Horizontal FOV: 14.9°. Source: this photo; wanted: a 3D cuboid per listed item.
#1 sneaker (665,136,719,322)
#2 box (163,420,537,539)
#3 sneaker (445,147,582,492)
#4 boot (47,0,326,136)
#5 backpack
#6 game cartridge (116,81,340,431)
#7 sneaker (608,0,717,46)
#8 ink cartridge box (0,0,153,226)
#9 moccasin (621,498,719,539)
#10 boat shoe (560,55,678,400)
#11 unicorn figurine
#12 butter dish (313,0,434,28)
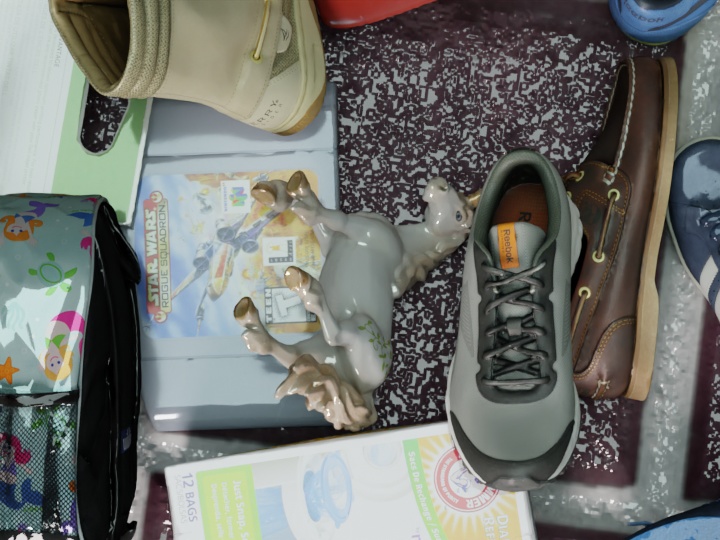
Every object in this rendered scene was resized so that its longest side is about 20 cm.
[{"bbox_3d":[0.234,0.013,1.568,0.075,0.085,0.201,-25,85,-1],"label":"sneaker"},{"bbox_3d":[-0.002,0.148,1.550,0.199,0.101,0.113,-8,85,0],"label":"box"},{"bbox_3d":[0.081,0.025,1.491,0.074,0.079,0.201,-2,61,9],"label":"sneaker"},{"bbox_3d":[-0.106,-0.177,1.546,0.073,0.155,0.201,-28,65,40],"label":"boot"},{"bbox_3d":[-0.188,0.054,1.518,0.150,0.178,0.201,6,98,-1],"label":"backpack"},{"bbox_3d":[-0.075,-0.008,1.600,0.133,0.042,0.201,-2,85,-4],"label":"game cartridge"},{"bbox_3d":[0.214,-0.218,1.594,0.066,0.078,0.200,34,85,6],"label":"sneaker"},{"bbox_3d":[-0.218,-0.108,1.605,0.199,0.048,0.146,9,85,1],"label":"ink cartridge box"},{"bbox_3d":[0.224,0.163,1.565,0.199,0.068,0.081,-13,92,1],"label":"moccasin"},{"bbox_3d":[0.140,-0.027,1.579,0.070,0.070,0.201,7,85,-3],"label":"boat shoe"},{"bbox_3d":[0.000,0.000,1.550,0.137,0.074,0.201,33,67,-36],"label":"unicorn figurine"},{"bbox_3d":[0.065,-0.252,1.573,0.199,0.148,0.201,-16,82,43],"label":"butter dish"}]
